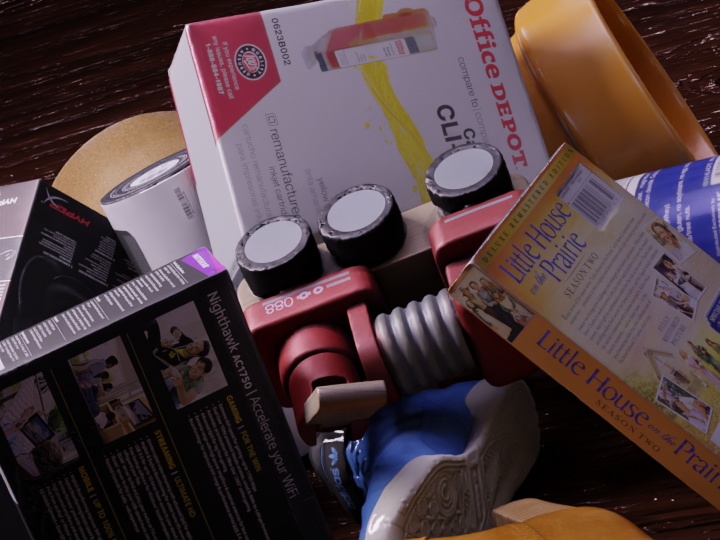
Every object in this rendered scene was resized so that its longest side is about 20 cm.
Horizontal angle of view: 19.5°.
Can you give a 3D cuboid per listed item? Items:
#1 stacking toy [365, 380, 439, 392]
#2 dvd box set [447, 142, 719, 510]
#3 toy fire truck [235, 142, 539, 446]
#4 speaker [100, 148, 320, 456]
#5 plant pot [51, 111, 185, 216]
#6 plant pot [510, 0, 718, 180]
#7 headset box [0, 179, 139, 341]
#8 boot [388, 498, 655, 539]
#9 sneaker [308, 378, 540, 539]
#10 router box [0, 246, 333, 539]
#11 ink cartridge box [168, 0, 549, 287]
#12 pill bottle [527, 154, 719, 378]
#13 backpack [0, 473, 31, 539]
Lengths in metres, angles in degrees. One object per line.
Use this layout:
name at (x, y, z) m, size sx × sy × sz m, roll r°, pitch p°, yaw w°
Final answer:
stacking toy at (0.000, 0.000, 1.335) m, size 0.085 × 0.085 × 0.201 m, roll -16°, pitch 56°, yaw 17°
dvd box set at (0.152, 0.033, 1.067) m, size 0.029 × 0.199 × 0.146 m, roll -53°, pitch -3°, yaw 36°
toy fire truck at (0.025, 0.033, 1.111) m, size 0.175 × 0.129 × 0.201 m, roll -20°, pitch 38°, yaw 5°
speaker at (-0.084, 0.026, 1.329) m, size 0.081 × 0.201 × 0.081 m, roll -25°, pitch 14°, yaw 7°
plant pot at (-0.116, 0.010, 1.501) m, size 0.185 × 0.187 × 0.200 m, roll -26°, pitch 33°, yaw -11°
plant pot at (0.127, -0.068, 1.401) m, size 0.183 × 0.201 × 0.200 m, roll -34°, pitch 15°, yaw 14°
headset box at (-0.196, 0.066, 1.327) m, size 0.075 × 0.148 × 0.202 m, roll -7°, pitch 63°, yaw 43°
boot at (0.055, 0.165, 0.974) m, size 0.200 × 0.071 × 0.144 m, roll -25°, pitch 17°, yaw -23°
sneaker at (0.016, 0.120, 1.138) m, size 0.110 × 0.077 × 0.200 m, roll -10°, pitch 20°, yaw 27°
router box at (-0.107, 0.111, 1.111) m, size 0.148 × 0.201 × 0.051 m, roll -24°, pitch 21°, yaw -11°
ink cartridge box at (0.000, -0.086, 1.264) m, size 0.198 × 0.146 × 0.083 m, roll -12°, pitch -15°, yaw -17°
pill bottle at (0.178, -0.001, 1.233) m, size 0.199 × 0.117 × 0.116 m, roll -13°, pitch 20°, yaw 27°
backpack at (-0.135, 0.119, 1.226) m, size 0.153 × 0.165 × 0.200 m, roll 0°, pitch 20°, yaw 32°
